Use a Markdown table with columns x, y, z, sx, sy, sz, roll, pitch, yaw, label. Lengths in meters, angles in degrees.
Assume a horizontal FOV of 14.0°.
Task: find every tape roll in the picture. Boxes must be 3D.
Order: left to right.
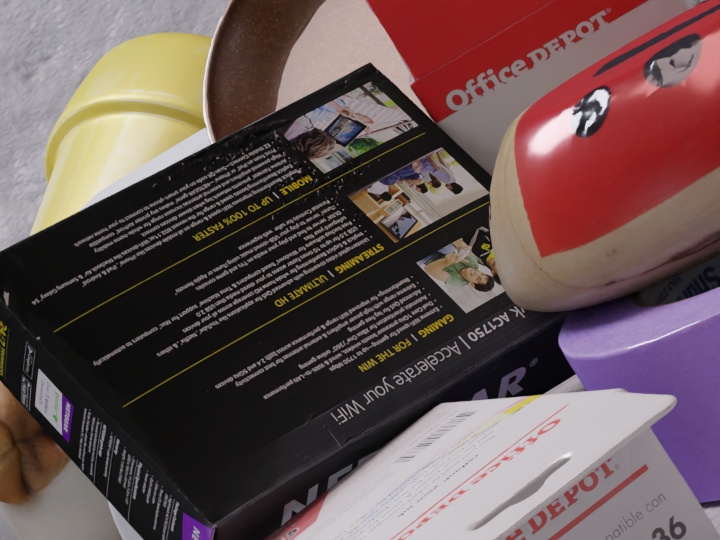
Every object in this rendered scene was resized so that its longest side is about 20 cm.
| x | y | z | sx | sy | sz | roll | pitch | yaw | label |
| --- | --- | --- | --- | --- | --- | --- | --- | --- | --- |
| 0.171 | 0.000 | 1.044 | 0.200 | 0.066 | 0.200 | -33 | 8 | 6 | tape roll |

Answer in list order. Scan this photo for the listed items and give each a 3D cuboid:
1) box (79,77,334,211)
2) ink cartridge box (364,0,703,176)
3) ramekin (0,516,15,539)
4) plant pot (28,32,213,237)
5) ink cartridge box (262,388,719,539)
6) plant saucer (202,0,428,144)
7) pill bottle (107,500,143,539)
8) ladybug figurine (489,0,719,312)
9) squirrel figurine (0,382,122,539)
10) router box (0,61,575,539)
| x | y | z | sx | sy | sz | roll | pitch | yaw | label |
| --- | --- | --- | --- | --- | --- | --- | --- | --- | --- |
| -0.048 | -0.018 | 1.531 | 0.200 | 0.124 | 0.097 | -28 | 11 | 25 | box |
| 0.103 | -0.064 | 1.181 | 0.116 | 0.200 | 0.067 | -29 | 11 | 23 | ink cartridge box |
| -0.229 | 0.123 | 1.648 | 0.202 | 0.094 | 0.202 | -37 | 4 | 3 | ramekin |
| -0.117 | -0.009 | 1.766 | 0.201 | 0.201 | 0.189 | -24 | 29 | 46 | plant pot |
| 0.038 | 0.099 | 0.970 | 0.116 | 0.068 | 0.200 | -36 | 8 | -18 | ink cartridge box |
| 0.020 | -0.102 | 1.400 | 0.200 | 0.037 | 0.200 | -13 | 56 | 21 | plant saucer |
| -0.002 | 0.056 | 1.198 | 0.200 | 0.111 | 0.111 | -40 | 11 | -35 | pill bottle |
| 0.124 | -0.053 | 1.050 | 0.200 | 0.072 | 0.136 | -28 | 10 | 30 | ladybug figurine |
| -0.083 | 0.051 | 1.346 | 0.187 | 0.142 | 0.200 | -25 | 31 | 2 | squirrel figurine |
| -0.027 | 0.017 | 1.118 | 0.200 | 0.149 | 0.051 | -29 | -31 | -29 | router box |
